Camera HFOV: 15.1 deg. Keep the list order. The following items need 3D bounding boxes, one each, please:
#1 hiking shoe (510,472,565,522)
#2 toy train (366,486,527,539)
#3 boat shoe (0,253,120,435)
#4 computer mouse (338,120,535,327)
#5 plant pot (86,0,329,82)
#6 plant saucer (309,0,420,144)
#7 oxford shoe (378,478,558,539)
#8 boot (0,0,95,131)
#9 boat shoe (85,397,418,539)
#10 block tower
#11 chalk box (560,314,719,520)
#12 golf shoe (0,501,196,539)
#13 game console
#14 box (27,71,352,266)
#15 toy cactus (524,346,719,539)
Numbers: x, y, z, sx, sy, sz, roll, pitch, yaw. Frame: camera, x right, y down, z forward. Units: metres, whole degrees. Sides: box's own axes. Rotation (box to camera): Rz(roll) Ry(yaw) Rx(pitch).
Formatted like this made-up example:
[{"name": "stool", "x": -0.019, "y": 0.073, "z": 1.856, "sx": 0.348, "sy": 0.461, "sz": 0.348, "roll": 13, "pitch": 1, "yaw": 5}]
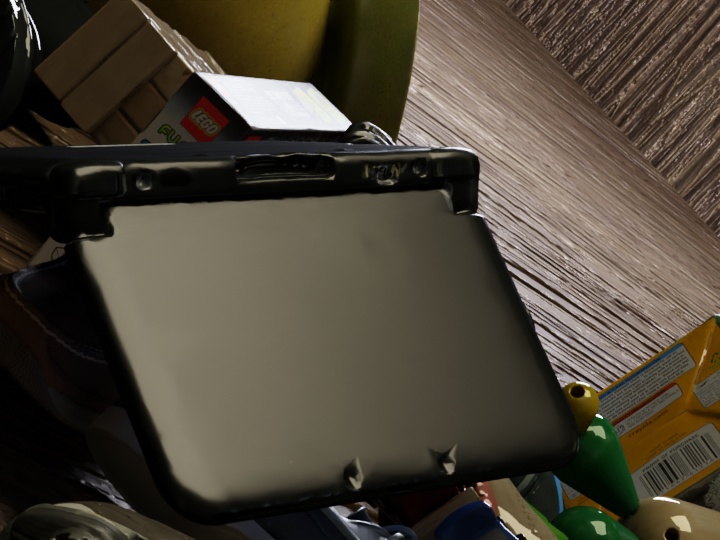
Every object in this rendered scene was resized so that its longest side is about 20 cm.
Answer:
[{"name": "hiking shoe", "x": 0.046, "y": 0.081, "z": 1.332, "sx": 0.087, "sy": 0.074, "sz": 0.200, "roll": 61, "pitch": 2, "yaw": -31}, {"name": "toy train", "x": 0.025, "y": 0.087, "z": 1.033, "sx": 0.046, "sy": 0.034, "sz": 0.200, "roll": 64, "pitch": -11, "yaw": -24}, {"name": "boat shoe", "x": -0.089, "y": 0.014, "z": 1.039, "sx": 0.076, "sy": 0.072, "sz": 0.200, "roll": 45, "pitch": 11, "yaw": 11}, {"name": "computer mouse", "x": -0.004, "y": 0.034, "z": 1.207, "sx": 0.139, "sy": 0.053, "sz": 0.200, "roll": 51, "pitch": 37, "yaw": -10}, {"name": "plant pot", "x": -0.094, "y": -0.155, "z": 1.448, "sx": 0.200, "sy": 0.199, "sz": 0.143, "roll": -105, "pitch": 172, "yaw": -71}, {"name": "plant saucer", "x": -0.012, "y": -0.095, "z": 1.484, "sx": 0.031, "sy": 0.201, "sz": 0.200, "roll": 13, "pitch": 19, "yaw": -14}, {"name": "oxford shoe", "x": 0.065, "y": 0.138, "z": 1.090, "sx": 0.074, "sy": 0.071, "sz": 0.201, "roll": 11, "pitch": 40, "yaw": -35}, {"name": "boot", "x": -0.168, "y": -0.108, "z": 1.250, "sx": 0.199, "sy": 0.073, "sz": 0.162, "roll": 53, "pitch": 8, "yaw": 35}, {"name": "boat shoe", "x": -0.006, "y": 0.104, "z": 0.963, "sx": 0.200, "sy": 0.062, "sz": 0.073, "roll": 41, "pitch": -25, "yaw": 4}, {"name": "block tower", "x": -0.090, "y": -0.075, "z": 1.233, "sx": 0.054, "sy": 0.058, "sz": 0.200, "roll": 50, "pitch": 5, "yaw": 8}, {"name": "chalk box", "x": 0.193, "y": 0.150, "z": 1.358, "sx": 0.200, "sy": 0.124, "sz": 0.124, "roll": 56, "pitch": 4, "yaw": -27}, {"name": "golf shoe", "x": -0.024, "y": 0.135, "z": 0.804, "sx": 0.200, "sy": 0.078, "sz": 0.095, "roll": 44, "pitch": 10, "yaw": -3}, {"name": "game console", "x": -0.046, "y": 0.014, "z": 0.975, "sx": 0.199, "sy": 0.117, "sz": 0.175, "roll": -4, "pitch": 6, "yaw": -44}, {"name": "box", "x": -0.070, "y": -0.035, "z": 1.198, "sx": 0.035, "sy": 0.110, "sz": 0.200, "roll": 44, "pitch": 11, "yaw": 7}, {"name": "toy cactus", "x": 0.107, "y": 0.130, "z": 1.196, "sx": 0.164, "sy": 0.102, "sz": 0.201, "roll": 6, "pitch": 52, "yaw": -49}]
